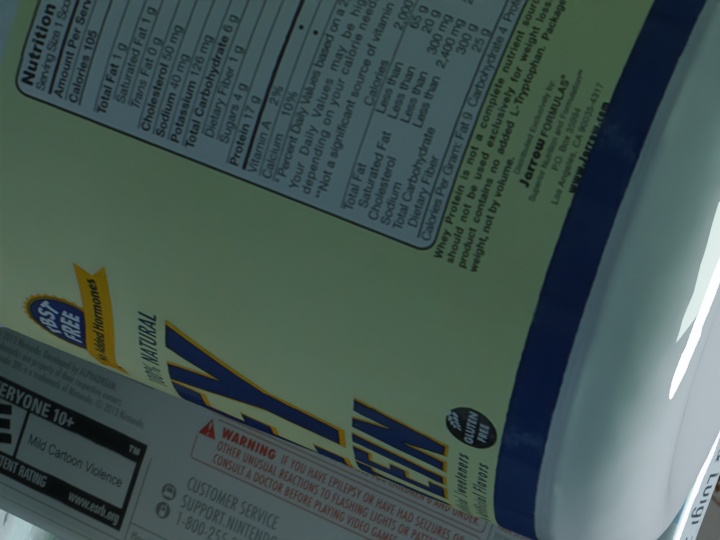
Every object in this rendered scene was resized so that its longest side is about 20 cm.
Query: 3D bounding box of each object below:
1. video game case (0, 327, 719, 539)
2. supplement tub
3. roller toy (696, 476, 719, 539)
[{"bbox_3d":[0.000,0.000,0.720,0.024,0.199,0.183,-1,112,-66],"label":"video game case"},{"bbox_3d":[-0.008,-0.040,0.618,0.145,0.199,0.146,21,90,-77],"label":"supplement tub"},{"bbox_3d":[0.132,0.089,0.953,0.182,0.140,0.200,-27,162,-50],"label":"roller toy"}]
